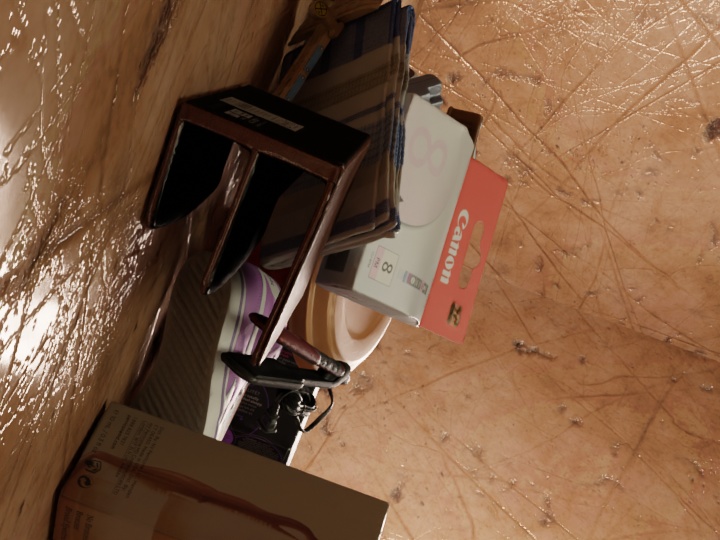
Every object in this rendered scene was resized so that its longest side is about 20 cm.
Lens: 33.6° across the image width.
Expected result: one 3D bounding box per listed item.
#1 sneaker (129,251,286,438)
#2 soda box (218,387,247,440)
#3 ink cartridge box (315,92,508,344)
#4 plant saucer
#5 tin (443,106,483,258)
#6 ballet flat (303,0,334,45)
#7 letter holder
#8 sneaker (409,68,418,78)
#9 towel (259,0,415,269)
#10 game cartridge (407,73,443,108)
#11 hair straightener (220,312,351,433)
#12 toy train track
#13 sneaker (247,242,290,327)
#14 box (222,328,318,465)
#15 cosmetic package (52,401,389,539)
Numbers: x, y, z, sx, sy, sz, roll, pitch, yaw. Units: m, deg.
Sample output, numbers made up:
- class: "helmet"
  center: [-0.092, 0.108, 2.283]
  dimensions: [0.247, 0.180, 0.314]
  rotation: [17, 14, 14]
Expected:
- class: "sneaker"
  center: [-0.108, 0.092, 0.906]
  dimensions: [0.114, 0.073, 0.201]
  rotation: [23, 88, -63]
- class: "soda box"
  center: [-0.133, 0.096, 1.041]
  dimensions: [0.200, 0.064, 0.068]
  rotation: [-70, 180, -59]
- class: "ink cartridge box"
  center: [0.063, -0.035, 0.983]
  dimensions: [0.057, 0.200, 0.163]
  rotation: [9, -101, 47]
- class: "plant saucer"
  center: [0.000, 0.000, 1.026]
  dimensions: [0.200, 0.032, 0.200]
  rotation: [-49, 148, -46]
- class: "tin"
  center: [0.080, -0.066, 1.117]
  dimensions: [0.112, 0.042, 0.200]
  rotation: [101, 5, -51]
- class: "ballet flat"
  center: [-0.033, -0.161, 1.075]
  dimensions: [0.072, 0.072, 0.200]
  rotation: [106, 3, -79]
- class: "letter holder"
  center: [-0.072, -0.034, 0.782]
  dimensions: [0.200, 0.101, 0.142]
  rotation: [-66, 178, -78]
- class: "sneaker"
  center: [-0.004, -0.195, 1.161]
  dimensions: [0.076, 0.116, 0.200]
  rotation: [-33, -165, 15]
- class: "towel"
  center: [-0.018, -0.103, 0.930]
  dimensions: [0.147, 0.024, 0.200]
  rotation: [-17, -120, 41]
- class: "game cartridge"
  center: [0.000, -0.081, 1.083]
  dimensions: [0.133, 0.041, 0.200]
  rotation: [-22, 143, -28]
- class: "hair straightener"
  center: [-0.059, 0.086, 0.914]
  dimensions: [0.077, 0.041, 0.200]
  rotation: [-54, 161, -1]
- class: "toy train track"
  center: [-0.046, -0.179, 0.936]
  dimensions: [0.115, 0.033, 0.200]
  rotation: [-10, -136, 49]
- class: "sneaker"
  center: [-0.081, 0.031, 1.011]
  dimensions: [0.200, 0.115, 0.078]
  rotation: [-69, 179, -46]
- class: "box"
  center: [-0.103, 0.109, 1.235]
  dimensions: [0.106, 0.122, 0.200]
  rotation: [109, 2, -53]
- class: "cosmetic package"
  center: [-0.094, 0.178, 0.791]
  dimensions: [0.087, 0.200, 0.103]
  rotation: [-70, 178, -48]
